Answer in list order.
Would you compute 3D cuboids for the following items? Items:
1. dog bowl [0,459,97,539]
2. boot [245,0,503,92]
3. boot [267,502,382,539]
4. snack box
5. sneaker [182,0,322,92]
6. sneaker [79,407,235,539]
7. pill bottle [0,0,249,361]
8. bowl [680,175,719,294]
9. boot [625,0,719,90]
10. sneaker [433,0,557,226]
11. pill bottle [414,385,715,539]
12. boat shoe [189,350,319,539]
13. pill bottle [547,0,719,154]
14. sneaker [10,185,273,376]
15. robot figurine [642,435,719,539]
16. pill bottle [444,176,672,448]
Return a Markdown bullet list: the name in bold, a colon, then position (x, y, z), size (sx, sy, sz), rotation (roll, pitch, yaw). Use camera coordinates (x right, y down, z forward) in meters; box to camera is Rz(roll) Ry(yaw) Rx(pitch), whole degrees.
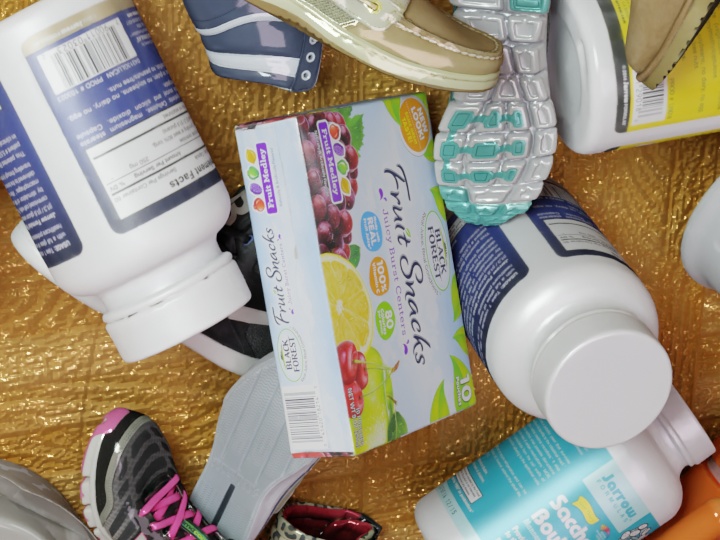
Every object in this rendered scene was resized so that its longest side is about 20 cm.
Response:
- **dog bowl**: position (-0.264, 0.210, 1.381), size (0.199, 0.059, 0.201), rotation (-8, 120, -13)
- **boot**: position (0.014, -0.199, 1.157), size (0.199, 0.072, 0.155), rotation (26, 109, -7)
- **boot**: position (-0.003, 0.253, 1.480), size (0.203, 0.074, 0.154), rotation (16, 109, -26)
- **snack box**: position (0.000, 0.000, 1.268), size (0.142, 0.053, 0.201), rotation (-18, 100, -56)
- **sneaker**: position (-0.009, -0.174, 1.245), size (0.199, 0.070, 0.109), rotation (-15, 116, -2)
- **sneaker**: position (-0.117, 0.177, 1.358), size (0.074, 0.087, 0.201), rotation (-43, 128, -46)
- **pill bottle**: position (-0.143, -0.055, 1.189), size (0.111, 0.111, 0.201), rotation (-26, 96, -2)
- **bowl**: position (0.320, -0.021, 1.377), size (0.200, 0.091, 0.201), rotation (-19, 147, -13)
- **boot**: position (0.124, -0.216, 1.178), size (0.200, 0.066, 0.175), rotation (33, 137, 7)
- **sneaker**: position (0.088, -0.127, 1.291), size (0.077, 0.091, 0.201), rotation (7, 115, 5)
- **pill bottle**: position (0.145, 0.153, 1.449), size (0.200, 0.111, 0.111), rotation (-36, 122, 3)
- **boat shoe**: position (-0.057, 0.108, 1.363), size (0.072, 0.062, 0.200), rotation (40, 132, 7)
- **pill bottle**: position (0.219, -0.142, 1.313), size (0.199, 0.111, 0.112), rotation (-10, 120, -12)
- **sneaker**: position (-0.112, -0.020, 1.303), size (0.200, 0.073, 0.112), rotation (28, 103, -37)
- **robot figurine**: position (0.270, 0.194, 1.507), size (0.144, 0.117, 0.200), rotation (31, 105, -22)
- **pill bottle**: position (0.121, 0.025, 1.319), size (0.111, 0.200, 0.111), rotation (-7, 119, -13)
